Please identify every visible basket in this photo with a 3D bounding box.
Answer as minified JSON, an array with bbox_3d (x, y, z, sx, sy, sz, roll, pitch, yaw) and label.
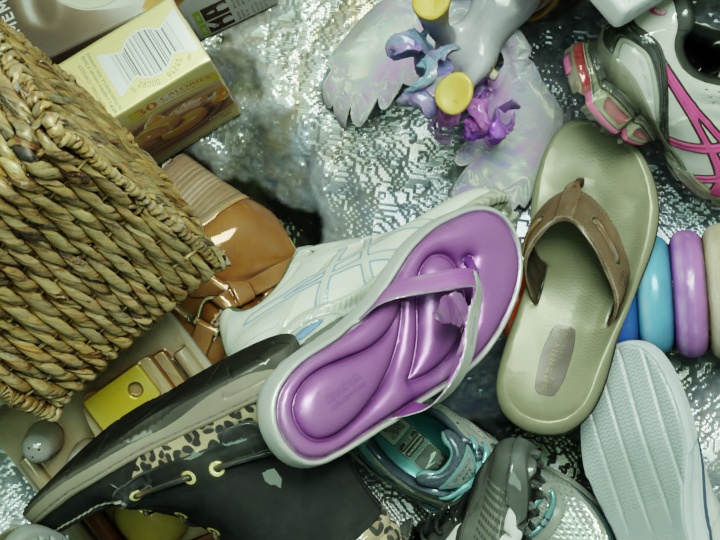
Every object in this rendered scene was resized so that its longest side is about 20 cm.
[{"bbox_3d":[-0.197,-0.034,0.801,0.149,0.200,0.143,-41,59,4],"label":"basket"}]

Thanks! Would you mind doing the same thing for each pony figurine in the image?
[{"bbox_3d":[0.073,-0.139,0.911,0.166,0.200,0.193,37,100,5],"label":"pony figurine"}]

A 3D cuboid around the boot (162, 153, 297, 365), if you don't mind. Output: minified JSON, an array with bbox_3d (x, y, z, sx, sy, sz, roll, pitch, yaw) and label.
[{"bbox_3d":[-0.119,0.041,0.945,0.155,0.077,0.200,42,78,7],"label":"boot"}]

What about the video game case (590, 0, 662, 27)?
[{"bbox_3d":[0.150,-0.252,0.815,0.182,0.023,0.200,-33,74,-18],"label":"video game case"}]

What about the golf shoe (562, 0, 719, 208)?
[{"bbox_3d":[0.216,-0.097,0.876,0.092,0.200,0.073,-31,51,35],"label":"golf shoe"}]

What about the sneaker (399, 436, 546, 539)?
[{"bbox_3d":[0.047,0.171,0.851,0.090,0.200,0.066,18,37,6],"label":"sneaker"}]

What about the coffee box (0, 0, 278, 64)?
[{"bbox_3d":[-0.172,-0.199,0.982,0.200,0.080,0.114,-26,78,0],"label":"coffee box"}]

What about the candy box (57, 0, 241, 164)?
[{"bbox_3d":[-0.183,-0.087,0.944,0.200,0.115,0.055,-31,77,-1],"label":"candy box"}]

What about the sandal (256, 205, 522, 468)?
[{"bbox_3d":[0.031,0.039,0.794,0.203,0.050,0.083,-43,109,-28],"label":"sandal"}]

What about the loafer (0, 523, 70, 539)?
[{"bbox_3d":[-0.190,0.226,0.864,0.070,0.200,0.075,11,42,27],"label":"loafer"}]

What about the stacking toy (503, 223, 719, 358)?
[{"bbox_3d":[0.138,0.020,0.920,0.200,0.085,0.085,-5,79,10],"label":"stacking toy"}]

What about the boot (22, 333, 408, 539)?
[{"bbox_3d":[-0.081,0.141,0.832,0.200,0.073,0.151,-31,100,16],"label":"boot"}]

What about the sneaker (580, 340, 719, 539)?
[{"bbox_3d":[0.187,0.140,0.892,0.073,0.071,0.200,-12,87,29],"label":"sneaker"}]

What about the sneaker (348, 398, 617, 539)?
[{"bbox_3d":[0.066,0.134,0.896,0.200,0.086,0.078,29,84,10],"label":"sneaker"}]

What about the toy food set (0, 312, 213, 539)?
[{"bbox_3d":[-0.130,0.135,0.896,0.143,0.060,0.200,-35,96,8],"label":"toy food set"}]

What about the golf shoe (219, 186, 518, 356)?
[{"bbox_3d":[0.000,0.000,0.886,0.200,0.078,0.097,-36,53,-11],"label":"golf shoe"}]

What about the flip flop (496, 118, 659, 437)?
[{"bbox_3d":[0.124,-0.001,0.860,0.081,0.058,0.200,11,70,22],"label":"flip flop"}]
